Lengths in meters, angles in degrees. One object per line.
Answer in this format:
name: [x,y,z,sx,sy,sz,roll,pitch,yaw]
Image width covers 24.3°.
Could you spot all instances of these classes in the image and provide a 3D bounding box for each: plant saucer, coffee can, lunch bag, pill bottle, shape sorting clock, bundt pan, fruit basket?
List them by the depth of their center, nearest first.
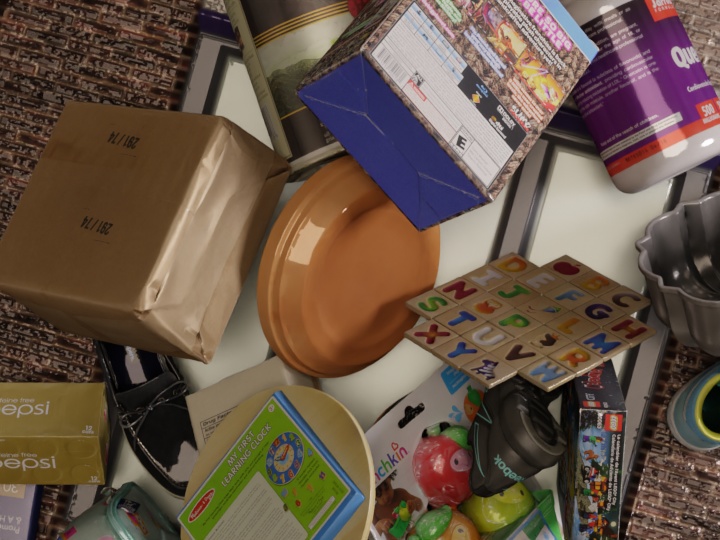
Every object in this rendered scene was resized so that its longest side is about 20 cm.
shape sorting clock: [-0.068,0.191,1.342,0.199,0.039,0.201,-12,68,33]
bundt pan: [0.334,0.008,1.401,0.201,0.202,0.076,-10,119,2]
fruit basket: [0.085,0.194,1.403,0.185,0.094,0.201,-37,108,-39]
plant saucer: [0.000,0.000,1.411,0.037,0.200,0.201,25,88,42]
lunch bag: [-0.172,0.273,1.419,0.077,0.160,0.200,-35,93,6]
coffee can: [-0.030,-0.193,1.435,0.146,0.146,0.201,-19,88,1]
pill bottle: [0.233,-0.174,1.440,0.112,0.112,0.201,-25,87,1]

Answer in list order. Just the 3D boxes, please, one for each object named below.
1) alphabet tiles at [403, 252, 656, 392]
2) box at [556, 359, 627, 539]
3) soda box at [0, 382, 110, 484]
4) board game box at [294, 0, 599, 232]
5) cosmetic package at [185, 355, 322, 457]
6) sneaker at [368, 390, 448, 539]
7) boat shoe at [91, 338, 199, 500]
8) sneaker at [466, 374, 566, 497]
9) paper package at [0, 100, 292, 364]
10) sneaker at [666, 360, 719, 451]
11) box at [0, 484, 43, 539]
alphabet tiles: [0.142,0.039,1.403,0.166,0.200,0.006,31,131,40]
box: [0.187,0.148,1.372,0.038,0.200,0.137,3,104,3]
soda box: [-0.320,0.142,1.455,0.199,0.068,0.064,0,44,-2]
board game box: [0.072,-0.162,1.346,0.160,0.097,0.200,48,55,-15]
cosmetic package: [-0.069,0.185,1.417,0.105,0.071,0.201,-23,66,19]
sneaker: [0.024,0.201,1.453,0.078,0.077,0.201,22,87,4]
boat shoe: [-0.185,0.111,1.472,0.074,0.062,0.201,-23,88,-1]
sneaker: [0.119,0.116,1.384,0.075,0.200,0.079,40,111,-10]
paper package: [-0.184,-0.037,1.392,0.199,0.103,0.191,8,68,40]
sneaker: [0.354,0.083,1.417,0.200,0.131,0.080,-43,86,-1]
box: [-0.355,0.268,1.488,0.121,0.032,0.201,8,89,3]
